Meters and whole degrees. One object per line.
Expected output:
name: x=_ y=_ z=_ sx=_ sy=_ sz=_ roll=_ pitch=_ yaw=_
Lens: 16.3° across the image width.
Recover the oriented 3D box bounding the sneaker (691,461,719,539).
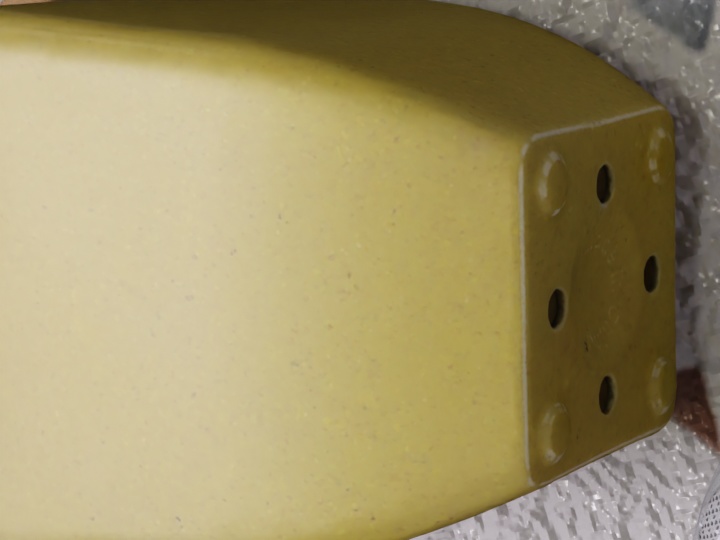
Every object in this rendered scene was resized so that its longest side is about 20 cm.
sneaker: x=0.128 y=0.149 z=0.869 sx=0.075 sy=0.082 sz=0.200 roll=21 pitch=111 yaw=35

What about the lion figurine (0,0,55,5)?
lion figurine: x=-0.163 y=-0.084 z=1.087 sx=0.200 sy=0.072 sz=0.123 roll=-13 pitch=76 yaw=26

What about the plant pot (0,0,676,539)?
plant pot: x=0.000 y=0.000 z=0.885 sx=0.200 sy=0.195 sz=0.194 roll=4 pitch=101 yaw=33
